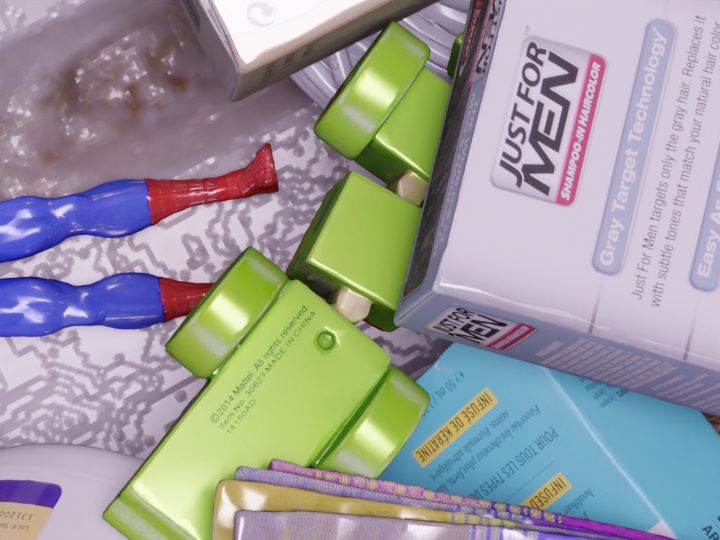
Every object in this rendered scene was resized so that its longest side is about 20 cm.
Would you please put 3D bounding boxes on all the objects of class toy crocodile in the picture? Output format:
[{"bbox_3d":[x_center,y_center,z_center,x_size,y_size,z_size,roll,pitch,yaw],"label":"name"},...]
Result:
[{"bbox_3d":[0.000,0.000,0.745,0.067,0.062,0.200,35,76,-5],"label":"toy crocodile"}]

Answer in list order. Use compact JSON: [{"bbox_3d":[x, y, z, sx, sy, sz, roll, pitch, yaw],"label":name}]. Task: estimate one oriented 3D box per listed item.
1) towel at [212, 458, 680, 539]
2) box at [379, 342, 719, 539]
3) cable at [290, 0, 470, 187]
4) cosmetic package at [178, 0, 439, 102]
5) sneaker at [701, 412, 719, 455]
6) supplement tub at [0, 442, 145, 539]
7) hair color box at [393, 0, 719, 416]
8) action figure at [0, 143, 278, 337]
[{"bbox_3d":[0.049,0.134,0.699,0.199,0.023,0.144,11,80,-10],"label":"towel"},{"bbox_3d":[0.089,0.102,0.780,0.200,0.049,0.082,52,130,8],"label":"box"},{"bbox_3d":[0.051,-0.128,0.833,0.199,0.069,0.201,-28,91,-5],"label":"cable"},{"bbox_3d":[0.038,-0.125,0.746,0.199,0.104,0.073,-26,91,-3],"label":"cosmetic package"},{"bbox_3d":[0.163,0.098,0.801,0.199,0.071,0.113,12,118,30],"label":"sneaker"},{"bbox_3d":[-0.098,0.164,0.742,0.145,0.146,0.200,29,52,-3],"label":"supplement tub"},{"bbox_3d":[0.119,-0.010,0.705,0.199,0.061,0.099,16,78,-8],"label":"hair color box"},{"bbox_3d":[-0.121,0.000,0.808,0.199,0.099,0.066,-8,89,-2],"label":"action figure"}]
